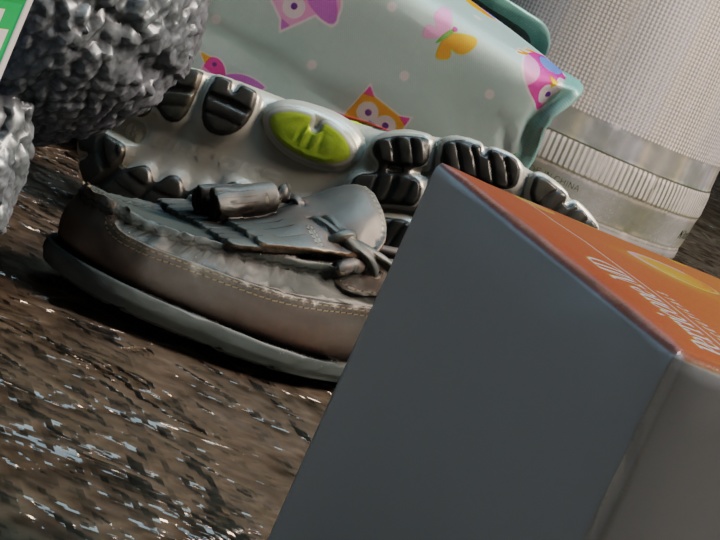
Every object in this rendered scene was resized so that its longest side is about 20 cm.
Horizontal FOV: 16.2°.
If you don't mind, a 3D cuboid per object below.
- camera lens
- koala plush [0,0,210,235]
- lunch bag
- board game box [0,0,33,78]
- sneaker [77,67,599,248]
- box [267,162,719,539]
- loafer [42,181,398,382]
[{"bbox_3d":[0.123,-0.108,1.292,0.159,0.201,0.160,24,8,-4],"label":"camera lens"},{"bbox_3d":[-0.104,-0.093,0.700,0.184,0.178,0.200,48,-10,-36],"label":"koala plush"},{"bbox_3d":[-0.012,-0.085,1.034,0.170,0.122,0.200,31,8,-6],"label":"lunch bag"},{"bbox_3d":[-0.173,-0.094,0.612,0.199,0.135,0.034,26,9,13],"label":"board game box"},{"bbox_3d":[0.002,-0.020,0.858,0.199,0.077,0.085,25,3,4],"label":"sneaker"},{"bbox_3d":[0.097,0.071,0.477,0.199,0.098,0.124,21,9,-21],"label":"box"},{"bbox_3d":[0.000,0.000,0.757,0.199,0.063,0.072,19,10,-33],"label":"loafer"}]
